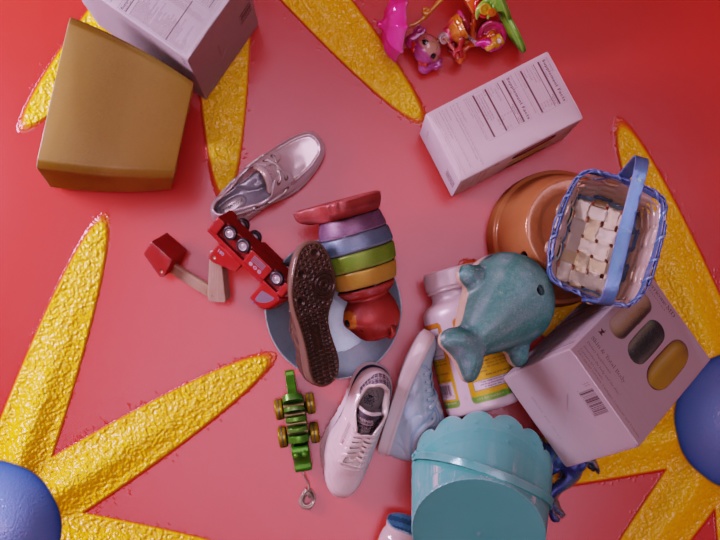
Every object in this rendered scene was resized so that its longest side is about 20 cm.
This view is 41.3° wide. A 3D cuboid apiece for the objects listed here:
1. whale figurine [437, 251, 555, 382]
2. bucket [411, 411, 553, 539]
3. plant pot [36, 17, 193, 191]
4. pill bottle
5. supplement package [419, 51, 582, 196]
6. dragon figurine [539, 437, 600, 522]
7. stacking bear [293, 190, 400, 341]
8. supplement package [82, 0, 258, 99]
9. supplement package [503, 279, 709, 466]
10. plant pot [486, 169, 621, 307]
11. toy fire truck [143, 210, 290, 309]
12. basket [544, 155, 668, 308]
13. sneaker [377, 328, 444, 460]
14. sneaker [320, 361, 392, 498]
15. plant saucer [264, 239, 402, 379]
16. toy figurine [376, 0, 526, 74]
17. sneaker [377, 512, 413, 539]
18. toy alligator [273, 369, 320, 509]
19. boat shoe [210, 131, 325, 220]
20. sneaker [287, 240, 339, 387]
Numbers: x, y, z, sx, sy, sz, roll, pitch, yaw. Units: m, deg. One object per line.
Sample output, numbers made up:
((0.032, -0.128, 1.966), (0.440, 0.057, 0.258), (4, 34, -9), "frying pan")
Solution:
((0.183, 0.057, 1.249), (0.200, 0.103, 0.160), (-41, 104, -41), "whale figurine")
((0.160, 0.306, 1.277), (0.204, 0.135, 0.210), (4, 117, 7), "bucket")
((-0.333, -0.207, 1.335), (0.174, 0.200, 0.203), (12, 85, -11), "plant pot")
((0.152, 0.097, 1.355), (0.109, 0.111, 0.203), (-14, 86, -3), "pill bottle")
((0.200, -0.209, 1.382), (0.198, 0.114, 0.111), (-27, 85, -3), "supplement package")
((0.278, 0.259, 1.371), (0.098, 0.059, 0.203), (-17, 87, -4), "dragon figurine")
((0.000, 0.000, 1.325), (0.113, 0.121, 0.203), (-18, 97, -38), "stacking bear")
((-0.269, -0.379, 1.345), (0.199, 0.191, 0.148), (35, 84, 1), "supplement package")
((0.334, 0.134, 1.297), (0.199, 0.150, 0.153), (-36, 90, -35), "supplement package")
((0.287, -0.053, 1.359), (0.197, 0.140, 0.203), (0, 84, -1), "plant pot")
((-0.195, -0.004, 1.354), (0.200, 0.049, 0.141), (44, 116, 2), "toy fire truck")
((0.306, -0.037, 1.186), (0.137, 0.200, 0.179), (18, 84, 0), "basket")
((0.087, 0.179, 1.346), (0.081, 0.074, 0.202), (17, 115, 2), "sneaker")
((-0.006, 0.231, 1.341), (0.075, 0.081, 0.203), (13, 100, -13), "sneaker")
((-0.040, 0.056, 1.390), (0.198, 0.039, 0.204), (0, 84, -2), "plant saucer")
((0.120, -0.362, 1.407), (0.183, 0.151, 0.201), (-30, 111, 9), "toy figurine")
((0.115, 0.417, 1.352), (0.198, 0.077, 0.082), (24, 102, 1), "sneaker")
((-0.088, 0.243, 1.364), (0.058, 0.054, 0.203), (-8, 85, -2), "toy alligator")
((-0.133, -0.132, 1.388), (0.199, 0.069, 0.071), (-40, 86, -5), "boat shoe")
((-0.077, 0.057, 1.307), (0.070, 0.075, 0.203), (-10, 103, -29), "sneaker")
